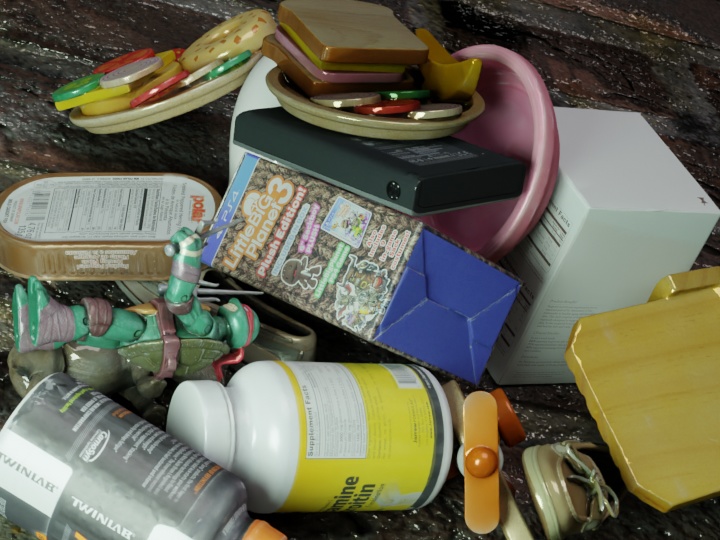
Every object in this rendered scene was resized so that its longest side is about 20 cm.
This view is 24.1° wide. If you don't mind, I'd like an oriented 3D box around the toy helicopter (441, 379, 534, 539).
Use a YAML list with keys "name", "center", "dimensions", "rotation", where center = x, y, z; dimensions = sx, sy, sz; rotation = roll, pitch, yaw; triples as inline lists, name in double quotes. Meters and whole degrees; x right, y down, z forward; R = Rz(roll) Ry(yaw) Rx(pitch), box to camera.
- name: "toy helicopter"
  center: [0.109, 0.173, 1.284]
  dimensions: [0.078, 0.132, 0.201]
  rotation: [-26, 68, -1]

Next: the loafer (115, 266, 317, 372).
- name: "loafer"
  center: [-0.116, 0.025, 1.390]
  dimensions: [0.199, 0.063, 0.072]
  rotation: [34, 36, 15]

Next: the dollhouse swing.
- name: "dollhouse swing"
  center: [0.260, 0.128, 1.411]
  dimensions: [0.174, 0.182, 0.201]
  rotation: [-19, 67, -13]

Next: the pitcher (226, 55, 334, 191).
- name: "pitcher"
  center: [-0.044, -0.093, 1.511]
  dimensions: [0.171, 0.121, 0.202]
  rotation: [28, 71, -19]

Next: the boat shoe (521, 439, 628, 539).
- name: "boat shoe"
  center: [0.170, 0.161, 1.300]
  dimensions: [0.200, 0.062, 0.074]
  rotation: [-8, 81, -75]

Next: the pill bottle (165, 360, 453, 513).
- name: "pill bottle"
  center: [-0.039, 0.124, 1.258]
  dimensions: [0.198, 0.113, 0.112]
  rotation: [3, 39, -27]

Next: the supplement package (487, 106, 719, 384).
- name: "supplement package"
  center: [0.189, -0.022, 1.512]
  dimensions: [0.151, 0.201, 0.151]
  rotation: [1, 40, -30]

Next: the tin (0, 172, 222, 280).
- name: "tin"
  center: [-0.208, -0.038, 1.392]
  dimensions: [0.198, 0.042, 0.113]
  rotation: [0, 41, -1]

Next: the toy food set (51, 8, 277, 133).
- name: "toy food set"
  center: [-0.179, -0.180, 1.557]
  dimensions: [0.198, 0.049, 0.198]
  rotation: [-10, 20, 25]

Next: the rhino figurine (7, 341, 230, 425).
- name: "rhino figurine"
  center: [-0.179, 0.074, 1.292]
  dimensions: [0.199, 0.060, 0.088]
  rotation: [-7, 45, -40]

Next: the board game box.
- name: "board game box"
  center: [0.000, 0.000, 1.355]
  dimensions: [0.199, 0.098, 0.159]
  rotation: [24, -2, 39]

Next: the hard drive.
- name: "hard drive"
  center: [0.014, -0.095, 1.355]
  dimensions: [0.199, 0.033, 0.139]
  rotation: [24, 24, 38]

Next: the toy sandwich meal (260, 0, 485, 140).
- name: "toy sandwich meal"
  center: [0.012, -0.169, 1.394]
  dimensions: [0.203, 0.071, 0.205]
  rotation: [6, 22, -3]

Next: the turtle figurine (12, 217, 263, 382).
- name: "turtle figurine"
  center: [-0.145, 0.028, 1.218]
  dimensions: [0.198, 0.150, 0.102]
  rotation: [-4, 67, -23]

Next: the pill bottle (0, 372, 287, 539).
- name: "pill bottle"
  center: [-0.150, 0.162, 1.145]
  dimensions: [0.199, 0.107, 0.106]
  rotation: [29, 34, 9]

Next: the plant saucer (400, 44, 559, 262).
- name: "plant saucer"
  center: [0.101, -0.091, 1.449]
  dimensions: [0.051, 0.201, 0.201]
  rotation: [15, 31, -38]
